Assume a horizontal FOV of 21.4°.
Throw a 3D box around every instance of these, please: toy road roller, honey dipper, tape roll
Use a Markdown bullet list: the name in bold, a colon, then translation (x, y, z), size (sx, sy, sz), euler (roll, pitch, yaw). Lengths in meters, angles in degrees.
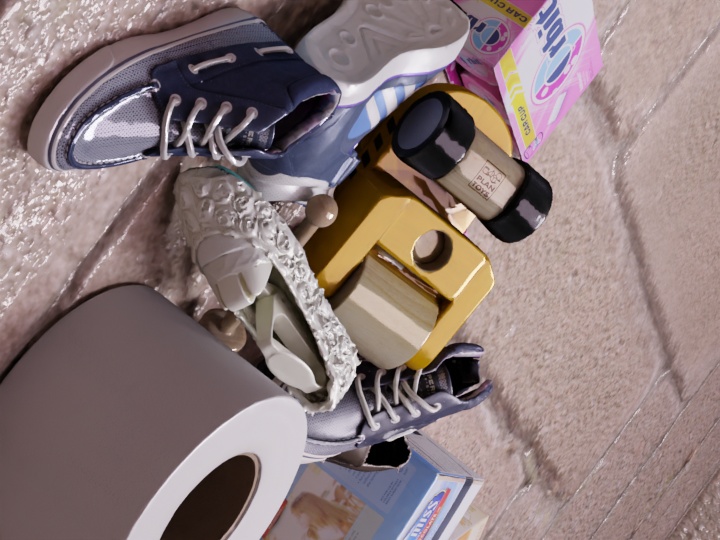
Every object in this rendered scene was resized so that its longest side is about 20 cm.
- **toy road roller**: translation (0.031, -0.044, 1.396), size (0.123, 0.146, 0.201), euler (36, 94, -31)
- **honey dipper**: translation (-0.072, 0.010, 1.343), size (0.038, 0.038, 0.200), euler (-28, 163, -47)
- **tape roll**: translation (-0.151, 0.130, 1.296), size (0.203, 0.139, 0.204), euler (-43, 156, -25)

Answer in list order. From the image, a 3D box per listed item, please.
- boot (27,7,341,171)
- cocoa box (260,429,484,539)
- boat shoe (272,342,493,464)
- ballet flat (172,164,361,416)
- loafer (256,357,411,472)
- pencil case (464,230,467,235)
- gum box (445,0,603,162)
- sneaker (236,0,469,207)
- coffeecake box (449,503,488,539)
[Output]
- **boot**: translation (-0.100, -0.096, 1.145), size (0.199, 0.090, 0.073), euler (-34, 150, -41)
- **cocoa box**: translation (-0.007, 0.232, 1.736), size (0.201, 0.133, 0.131), euler (-57, 157, 5)
- **boat shoe**: translation (0.015, 0.090, 1.417), size (0.092, 0.075, 0.199), euler (-18, 179, 38)
- **ballet flat**: translation (-0.062, 0.019, 1.284), size (0.072, 0.072, 0.201), euler (-46, 120, -19)
- **loafer**: translation (-0.020, 0.114, 1.486), size (0.199, 0.071, 0.074), euler (23, 82, -57)
- **pencil case**: translation (0.000, 0.000, 1.480), size (0.199, 0.087, 0.083), euler (-30, 163, -44)
- **gum box**: translation (0.129, -0.176, 1.526), size (0.114, 0.066, 0.200), euler (-52, 158, -9)
- **sneaker**: translation (-0.014, -0.116, 1.328), size (0.200, 0.080, 0.147), euler (-37, 165, -52)
- **coffeecake box**: translation (0.034, 0.337, 2.047), size (0.199, 0.073, 0.155), euler (-29, 147, -46)
